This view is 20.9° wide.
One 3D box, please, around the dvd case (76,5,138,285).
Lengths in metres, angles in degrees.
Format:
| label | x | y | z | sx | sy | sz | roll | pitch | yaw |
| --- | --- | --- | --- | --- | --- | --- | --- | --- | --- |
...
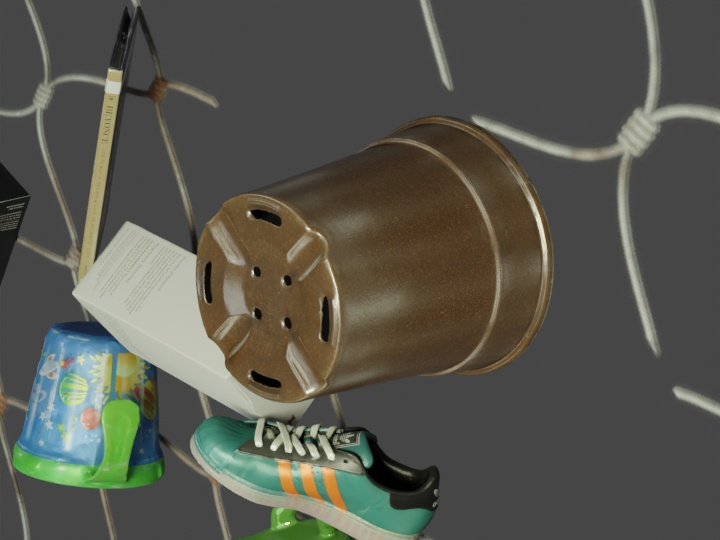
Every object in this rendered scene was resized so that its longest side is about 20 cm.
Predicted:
| label | x | y | z | sx | sy | sz | roll | pitch | yaw |
| --- | --- | --- | --- | --- | --- | --- | --- | --- | --- |
| dvd case | -0.214 | -0.107 | 1.660 | 0.149 | 0.016 | 0.200 | -91 | 12 | -63 |

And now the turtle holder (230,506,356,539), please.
| label | x | y | z | sx | sy | sz | roll | pitch | yaw |
| --- | --- | --- | --- | --- | --- | --- | --- | --- | --- |
| turtle holder | -0.067 | 0.277 | 1.605 | 0.185 | 0.141 | 0.132 | -15 | 108 | 38 |

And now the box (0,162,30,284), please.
| label | x | y | z | sx | sy | sz | roll | pitch | yaw |
| --- | --- | --- | --- | --- | --- | --- | --- | --- | --- |
| box | -0.423 | -0.076 | 1.906 | 0.200 | 0.079 | 0.141 | 46 | 127 | 26 |

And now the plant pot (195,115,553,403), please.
| label | x | y | z | sx | sy | sz | roll | pitch | yaw |
| --- | --- | --- | --- | --- | --- | --- | --- | --- | --- |
| plant pot | 0.000 | 0.000 | 1.411 | 0.200 | 0.198 | 0.201 | 15 | 112 | 43 |

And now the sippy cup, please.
| label | x | y | z | sx | sy | sz | roll | pitch | yaw |
| --- | --- | --- | --- | --- | --- | --- | --- | --- | --- |
| sippy cup | -0.237 | 0.116 | 1.743 | 0.178 | 0.140 | 0.131 | 12 | 100 | 33 |

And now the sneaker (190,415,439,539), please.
| label | x | y | z | sx | sy | sz | roll | pitch | yaw |
| --- | --- | --- | --- | --- | --- | --- | --- | --- | --- |
| sneaker | -0.031 | 0.148 | 1.531 | 0.200 | 0.071 | 0.080 | 22 | 119 | -8 |

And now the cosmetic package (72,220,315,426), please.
| label | x | y | z | sx | sy | sz | roll | pitch | yaw |
| --- | --- | --- | --- | --- | --- | --- | --- | --- | --- |
| cosmetic package | -0.129 | 0.048 | 1.606 | 0.200 | 0.085 | 0.108 | 24 | 162 | 37 |
